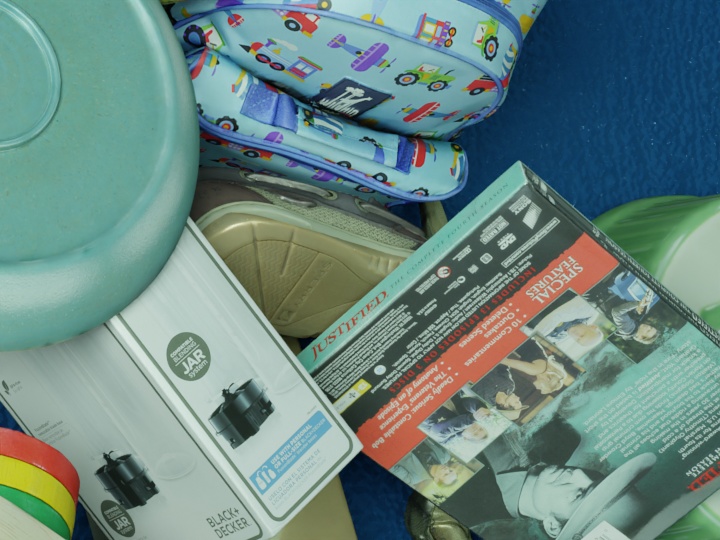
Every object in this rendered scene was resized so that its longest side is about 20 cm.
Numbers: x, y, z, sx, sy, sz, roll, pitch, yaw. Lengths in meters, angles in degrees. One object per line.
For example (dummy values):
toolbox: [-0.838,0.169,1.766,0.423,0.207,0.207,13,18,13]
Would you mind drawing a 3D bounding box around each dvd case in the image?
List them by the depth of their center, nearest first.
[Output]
dvd case: [0.082,0.056,0.984,0.146,0.022,0.200,-42,121,18]

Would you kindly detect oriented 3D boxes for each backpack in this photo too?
backpack: [-0.009,-0.108,0.987,0.182,0.199,0.136,20,74,-30]

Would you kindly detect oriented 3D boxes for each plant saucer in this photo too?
plant saucer: [-0.143,-0.069,0.816,0.199,0.027,0.202,13,63,-27]

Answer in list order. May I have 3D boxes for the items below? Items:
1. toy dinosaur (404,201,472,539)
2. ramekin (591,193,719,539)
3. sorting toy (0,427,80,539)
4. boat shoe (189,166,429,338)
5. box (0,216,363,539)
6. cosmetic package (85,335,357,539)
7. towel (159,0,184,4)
toy dinosaur: [0.060,0.047,1.071,0.047,0.087,0.202,20,68,-65]
ramekin: [0.187,0.055,1.118,0.198,0.098,0.202,4,80,-25]
sorting toy: [-0.149,0.140,0.872,0.200,0.198,0.070,43,39,-40]
boat shoe: [0.000,0.000,0.986,0.199,0.072,0.065,18,36,-38]
box: [-0.103,0.023,0.895,0.200,0.116,0.060,52,54,-5]
cosmetic package: [-0.070,0.089,1.006,0.105,0.071,0.202,-17,89,-26]
towel: [-0.138,-0.168,0.878,0.200,0.143,0.023,49,55,-37]
